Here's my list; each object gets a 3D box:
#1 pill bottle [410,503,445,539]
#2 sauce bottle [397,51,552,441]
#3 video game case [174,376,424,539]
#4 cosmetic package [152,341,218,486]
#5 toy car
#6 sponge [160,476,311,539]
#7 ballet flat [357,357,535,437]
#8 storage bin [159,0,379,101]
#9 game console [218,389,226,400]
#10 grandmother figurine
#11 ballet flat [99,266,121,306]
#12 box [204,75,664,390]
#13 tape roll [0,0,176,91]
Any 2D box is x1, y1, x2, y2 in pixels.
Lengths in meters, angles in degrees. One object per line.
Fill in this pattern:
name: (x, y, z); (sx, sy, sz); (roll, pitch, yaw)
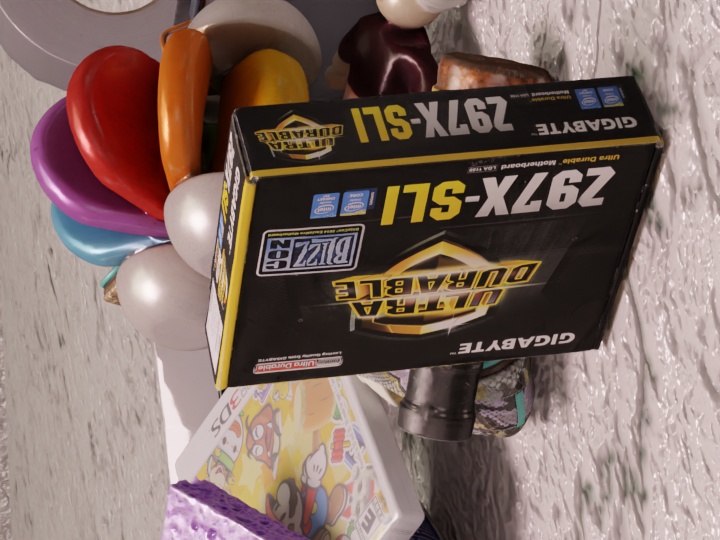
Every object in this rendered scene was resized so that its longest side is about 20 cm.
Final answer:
pill bottle: (0.015, 0.212, 1.547); (0.200, 0.116, 0.116); (-126, 33, -62)
sauce bottle: (0.054, -0.012, 1.323); (0.066, 0.066, 0.200); (-137, 57, -68)
video game case: (-0.042, 0.132, 1.523); (0.182, 0.023, 0.200); (-55, 39, 31)
cosmetic package: (-0.085, 0.139, 1.881); (0.090, 0.107, 0.200); (10, -105, -78)
toy car: (-0.114, -0.064, 1.465); (0.200, 0.150, 0.175); (130, 148, -52)
sponge: (-0.040, 0.209, 1.449); (0.200, 0.030, 0.112); (26, 113, 32)
ballet flat: (0.031, 0.053, 1.444); (0.200, 0.072, 0.072); (24, 121, 54)
storage bin: (-0.047, -0.117, 1.623); (0.200, 0.145, 0.134); (105, 144, -55)
game console: (-0.064, 0.040, 1.761); (0.176, 0.116, 0.200); (148, 117, -73)
grandmother figurine: (0.011, -0.100, 1.447); (0.121, 0.061, 0.200); (37, 118, 39)
ballet flat: (-0.116, 0.000, 1.713); (0.065, 0.071, 0.200); (52, -159, -3)
box: (0.031, -0.016, 1.213); (0.160, 0.200, 0.049); (101, 159, -48)
tape roll: (-0.200, -0.238, 2.002); (0.066, 0.200, 0.200); (126, 135, -70)
